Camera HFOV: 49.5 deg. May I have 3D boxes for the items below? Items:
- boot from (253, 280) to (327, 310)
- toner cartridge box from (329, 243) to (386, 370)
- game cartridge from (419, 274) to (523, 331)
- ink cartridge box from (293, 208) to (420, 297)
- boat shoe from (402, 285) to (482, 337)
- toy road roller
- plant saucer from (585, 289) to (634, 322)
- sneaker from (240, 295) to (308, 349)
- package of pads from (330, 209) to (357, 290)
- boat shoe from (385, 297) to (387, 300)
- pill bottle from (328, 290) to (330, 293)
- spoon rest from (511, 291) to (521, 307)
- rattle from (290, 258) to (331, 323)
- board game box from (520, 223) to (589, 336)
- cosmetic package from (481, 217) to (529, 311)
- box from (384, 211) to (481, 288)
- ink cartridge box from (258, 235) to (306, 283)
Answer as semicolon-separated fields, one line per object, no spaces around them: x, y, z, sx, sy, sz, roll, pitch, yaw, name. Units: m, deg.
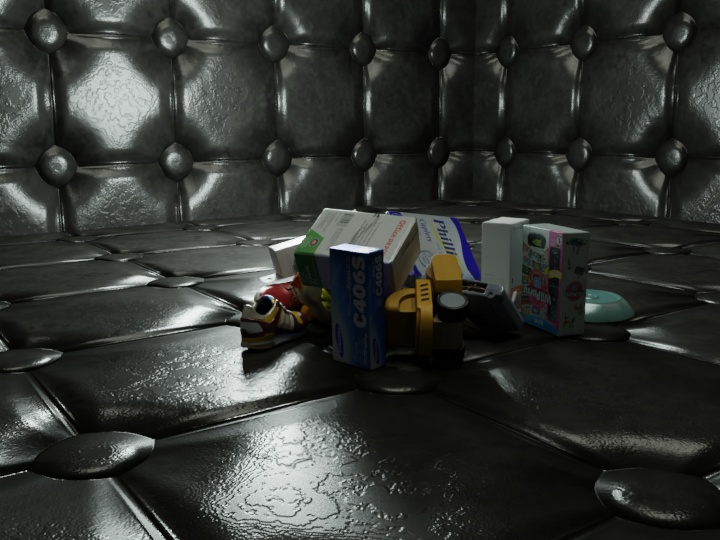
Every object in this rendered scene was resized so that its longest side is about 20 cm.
-0.128;0.037;1.690;0.143;0.073;0.199;-30;-9;33;boot
-0.005;0.062;1.346;0.094;0.204;0.043;9;16;44;toner cartridge box
0.223;0.066;1.555;0.198;0.134;0.041;10;57;42;game cartridge
-0.002;-0.035;1.452;0.196;0.084;0.147;8;41;25;ink cartridge box
0.141;0.094;1.547;0.197;0.069;0.072;24;6;14;boat shoe
0.113;0.067;1.391;0.143;0.125;0.201;1;32;1;toy road roller
0.501;0.073;1.718;0.195;0.037;0.200;-1;10;0;plant saucer
-0.161;0.089;1.512;0.074;0.092;0.199;4;11;24;sneaker
0.000;0.000;1.607;0.067;0.155;0.202;-20;39;25;package of pads
0.027;0.053;1.456;0.066;0.074;0.201;-41;20;39;boat shoe
-0.047;0.000;1.921;0.110;0.113;0.198;10;15;44;pill bottle
0.238;0.071;1.657;0.197;0.062;0.099;2;-24;30;spoon rest
-0.119;0.036;1.576;0.141;0.133;0.198;11;-1;39;rattle
0.388;0.015;1.572;0.063;0.204;0.147;-4;10;-19;board game box
0.315;-0.008;1.701;0.070;0.204;0.101;7;13;35;cosmetic package
0.146;-0.027;1.761;0.197;0.105;0.186;3;52;-29;box
-0.138;-0.035;1.755;0.197;0.069;0.117;-18;10;-12;ink cartridge box
